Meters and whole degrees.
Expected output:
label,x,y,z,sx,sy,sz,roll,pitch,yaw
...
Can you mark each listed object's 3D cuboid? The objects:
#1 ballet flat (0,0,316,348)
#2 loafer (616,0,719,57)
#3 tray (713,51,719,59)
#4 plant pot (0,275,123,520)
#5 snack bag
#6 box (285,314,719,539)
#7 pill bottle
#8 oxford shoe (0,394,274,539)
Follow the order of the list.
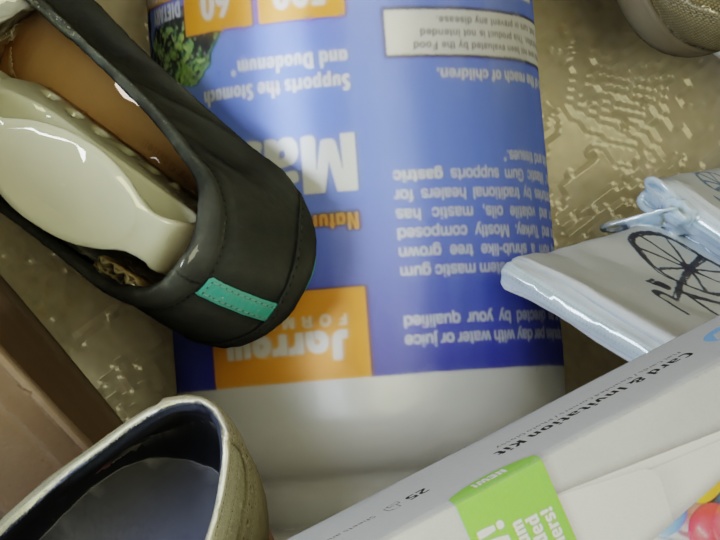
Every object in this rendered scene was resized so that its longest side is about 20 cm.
label,x,y,z,sx,sy,sz,roll,pitch,yaw
ballet flat,-0.095,-0.051,0.717,0.200,0.068,0.068,35,103,23
loafer,0.087,-0.150,0.754,0.076,0.067,0.200,-46,123,-28
tray,0.091,-0.134,0.820,0.200,0.022,0.108,29,77,-40
plant pot,-0.135,0.026,0.686,0.093,0.201,0.201,-41,98,-2
snack bag,0.151,0.024,0.751,0.188,0.200,0.021,32,113,25
box,0.090,0.092,0.580,0.199,0.041,0.156,-25,98,-19
pill bottle,0.000,0.000,0.768,0.112,0.112,0.201,-3,86,-18
oxford shoe,-0.088,0.104,0.545,0.071,0.074,0.200,27,62,14
